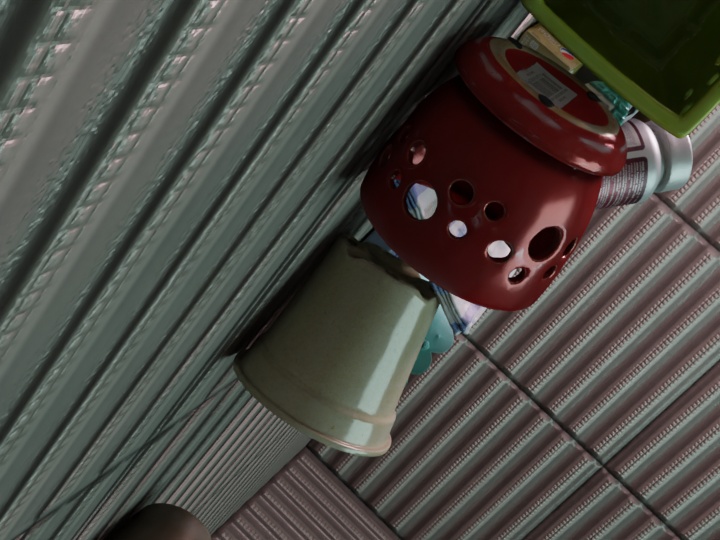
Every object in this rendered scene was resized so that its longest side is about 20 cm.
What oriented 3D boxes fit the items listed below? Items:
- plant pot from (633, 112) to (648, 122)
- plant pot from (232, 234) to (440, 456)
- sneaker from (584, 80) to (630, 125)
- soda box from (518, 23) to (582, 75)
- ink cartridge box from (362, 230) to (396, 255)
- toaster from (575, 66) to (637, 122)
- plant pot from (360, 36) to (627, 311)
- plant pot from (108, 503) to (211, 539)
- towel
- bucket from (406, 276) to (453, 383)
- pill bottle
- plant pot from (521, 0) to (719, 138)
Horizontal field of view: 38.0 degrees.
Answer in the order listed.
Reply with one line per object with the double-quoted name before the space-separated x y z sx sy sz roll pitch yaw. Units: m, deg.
"plant pot" 0.468 -0.328 1.875 0.187 0.187 0.200 -49 -173 17
"plant pot" -0.010 0.070 1.146 0.184 0.200 0.200 -60 171 11
"sneaker" 0.225 -0.147 1.204 0.200 0.078 0.091 -40 179 23
"soda box" 0.170 -0.186 1.199 0.064 0.068 0.200 -38 168 -51
"ink cartridge box" 0.000 0.000 1.340 0.200 0.042 0.119 -46 174 -20
"toaster" 0.286 -0.251 1.227 0.113 0.129 0.200 -25 162 -33
"plant pot" 0.128 -0.091 0.940 0.183 0.200 0.200 -53 171 29
"plant pot" -0.290 0.426 1.443 0.200 0.200 0.174 -52 -173 38
"towel" 0.105 -0.050 1.123 0.024 0.201 0.147 -6 -153 40
"bucket" 0.048 0.071 1.485 0.207 0.135 0.207 -42 -176 3
"pill bottle" 0.311 -0.135 1.333 0.199 0.110 0.110 -9 162 -13
"plant pot" 0.287 -0.265 0.988 0.200 0.199 0.181 -49 179 15
